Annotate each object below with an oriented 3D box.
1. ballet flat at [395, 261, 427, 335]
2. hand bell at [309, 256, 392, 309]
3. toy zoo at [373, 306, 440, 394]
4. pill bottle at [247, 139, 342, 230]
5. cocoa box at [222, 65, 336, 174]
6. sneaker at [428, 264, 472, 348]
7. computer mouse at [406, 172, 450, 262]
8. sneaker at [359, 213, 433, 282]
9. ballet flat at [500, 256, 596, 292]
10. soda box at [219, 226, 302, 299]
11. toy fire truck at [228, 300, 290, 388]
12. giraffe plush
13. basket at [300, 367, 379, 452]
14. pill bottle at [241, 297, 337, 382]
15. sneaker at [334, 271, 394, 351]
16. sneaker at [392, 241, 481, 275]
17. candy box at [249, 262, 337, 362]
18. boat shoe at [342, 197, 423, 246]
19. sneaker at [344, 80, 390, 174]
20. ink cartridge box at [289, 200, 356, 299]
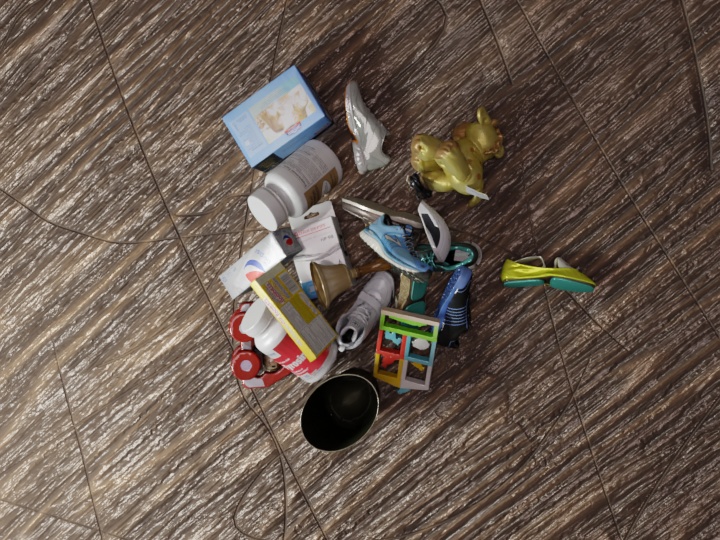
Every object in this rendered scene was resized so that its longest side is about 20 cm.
[{"bbox_3d":[0.108,0.053,1.420,0.070,0.065,0.202,-11,132,-27],"label":"ballet flat"},{"bbox_3d":[0.000,0.000,1.394,0.197,0.104,0.106,-19,89,-14],"label":"hand bell"},{"bbox_3d":[0.097,0.184,1.427,0.129,0.020,0.203,12,115,12],"label":"toy zoo"},{"bbox_3d":[-0.141,-0.180,1.403,0.114,0.115,0.200,44,65,5],"label":"pill bottle"},{"bbox_3d":[-0.175,-0.326,1.437,0.199,0.131,0.134,-33,86,9],"label":"cocoa box"},{"bbox_3d":[0.210,0.081,1.398,0.077,0.070,0.202,19,124,-2],"label":"sneaker"},{"bbox_3d":[0.152,-0.110,1.367,0.043,0.110,0.202,-23,64,12],"label":"computer mouse"},{"bbox_3d":[0.081,-0.053,1.331,0.090,0.078,0.200,-50,52,4],"label":"sneaker"},{"bbox_3d":[0.399,0.004,1.391,0.197,0.067,0.068,3,71,11],"label":"ballet flat"},{"bbox_3d":[-0.223,-0.016,1.451,0.199,0.068,0.064,-35,86,32],"label":"soda box"},{"bbox_3d":[-0.210,0.163,1.479,0.165,0.112,0.204,-3,92,-9],"label":"toy fire truck"},{"bbox_3d":[0.223,-0.253,1.375,0.198,0.173,0.163,31,75,18],"label":"giraffe plush"},{"bbox_3d":[-0.027,0.282,1.397,0.180,0.200,0.136,-41,85,7],"label":"basket"},{"bbox_3d":[-0.153,0.145,1.400,0.199,0.112,0.112,38,98,-26],"label":"pill bottle"},{"bbox_3d":[0.010,0.093,1.428,0.075,0.115,0.202,32,96,6],"label":"sneaker"},{"bbox_3d":[0.163,-0.028,1.411,0.197,0.091,0.079,-11,89,10],"label":"sneaker"},{"bbox_3d":[-0.135,0.084,1.348,0.026,0.102,0.201,-37,91,35],"label":"candy box"},{"bbox_3d":[0.044,-0.110,1.440,0.197,0.072,0.060,20,111,16],"label":"boat shoe"},{"bbox_3d":[0.017,-0.320,1.443,0.090,0.076,0.203,-11,97,2],"label":"sneaker"},{"bbox_3d":[-0.094,-0.047,1.465,0.114,0.067,0.203,-18,89,10],"label":"ink cartridge box"}]
